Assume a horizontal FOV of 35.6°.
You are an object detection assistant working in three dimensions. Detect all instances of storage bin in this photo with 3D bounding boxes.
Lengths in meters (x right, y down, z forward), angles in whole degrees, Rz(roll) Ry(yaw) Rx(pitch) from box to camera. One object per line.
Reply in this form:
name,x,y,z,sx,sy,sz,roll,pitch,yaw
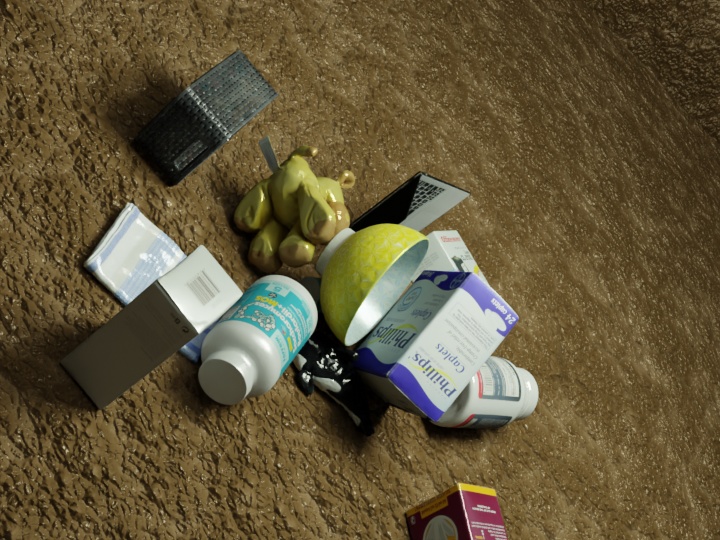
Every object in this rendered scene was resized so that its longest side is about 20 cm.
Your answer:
storage bin,-0.225,-0.229,1.657,0.094,0.135,0.200,48,34,-9

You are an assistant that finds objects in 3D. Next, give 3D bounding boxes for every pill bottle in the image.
pill bottle,0.195,0.197,1.818,0.200,0.119,0.120,11,52,-46
pill bottle,-0.141,0.096,1.499,0.111,0.111,0.200,48,34,-9

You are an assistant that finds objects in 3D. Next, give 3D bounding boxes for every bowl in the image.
bowl,0.000,0.000,1.642,0.108,0.200,0.200,39,31,13

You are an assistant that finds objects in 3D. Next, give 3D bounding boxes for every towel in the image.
towel,-0.266,0.014,1.497,0.200,0.024,0.147,44,35,-15

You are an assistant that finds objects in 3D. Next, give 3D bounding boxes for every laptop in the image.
laptop,0.062,-0.060,1.819,0.200,0.187,0.116,17,49,-43

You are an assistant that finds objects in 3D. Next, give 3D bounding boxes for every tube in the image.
tube,-0.020,0.047,1.757,0.200,0.050,0.078,12,63,-51

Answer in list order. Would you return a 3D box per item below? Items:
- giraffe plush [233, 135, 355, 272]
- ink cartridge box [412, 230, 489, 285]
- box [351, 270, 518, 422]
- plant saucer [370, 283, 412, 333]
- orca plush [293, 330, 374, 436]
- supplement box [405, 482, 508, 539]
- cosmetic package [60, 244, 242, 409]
giraffe plush,-0.083,-0.094,1.707,0.162,0.172,0.201,15,66,-59
ink cartridge box,0.163,0.034,1.928,0.200,0.083,0.146,60,19,8
box,0.102,0.105,1.653,0.105,0.184,0.200,43,78,-15
plant saucer,0.060,0.066,1.813,0.200,0.029,0.200,46,29,-35
orca plush,-0.031,0.149,1.623,0.200,0.071,0.105,58,34,6
supplement box,0.148,0.415,1.573,0.086,0.110,0.200,19,47,-41
cosmetic package,-0.246,0.068,1.314,0.081,0.200,0.113,52,31,-5
